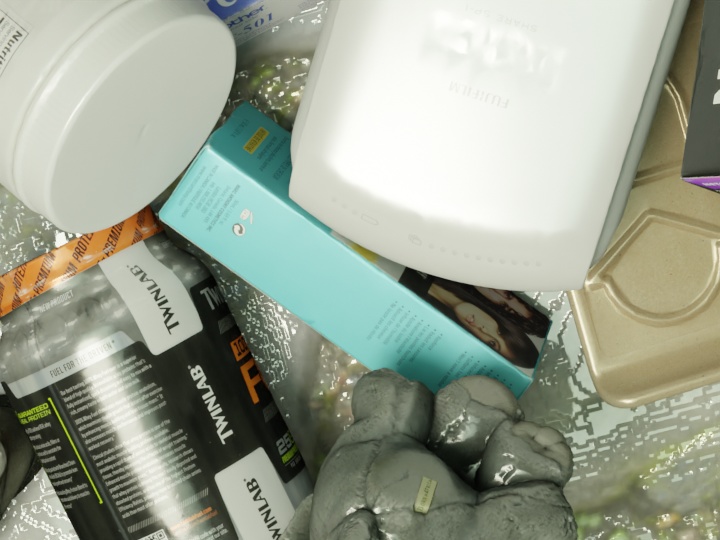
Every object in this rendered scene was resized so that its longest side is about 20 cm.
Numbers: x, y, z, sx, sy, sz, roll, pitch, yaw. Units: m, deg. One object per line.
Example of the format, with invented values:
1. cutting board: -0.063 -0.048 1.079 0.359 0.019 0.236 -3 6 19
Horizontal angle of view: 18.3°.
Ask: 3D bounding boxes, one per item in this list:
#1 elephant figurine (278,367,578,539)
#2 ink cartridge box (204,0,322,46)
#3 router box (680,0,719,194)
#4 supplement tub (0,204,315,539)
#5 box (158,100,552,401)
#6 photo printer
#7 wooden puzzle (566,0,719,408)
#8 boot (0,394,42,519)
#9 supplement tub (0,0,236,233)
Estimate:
1. elephant figurine: 0.022 0.158 1.078 0.154 0.142 0.201 6 130 -17
2. ink cartridge box: -0.011 -0.196 1.130 0.199 0.044 0.094 -27 75 8
3. router box: 0.230 -0.121 1.060 0.149 0.051 0.201 15 79 -36
4. supplement tub: -0.106 0.076 1.143 0.122 0.123 0.201 -26 95 8
5. box: 0.000 0.000 1.136 0.200 0.082 0.049 35 113 -2
6. photo printer: 0.060 -0.095 1.067 0.166 0.069 0.201 18 99 4
7. wooden puzzle: 0.180 -0.050 1.133 0.184 0.046 0.201 -17 90 -4
8. boot: -0.239 0.151 1.159 0.068 0.131 0.200 34 98 1
9. supplement tub: -0.173 -0.126 1.094 0.200 0.132 0.132 39 99 20
